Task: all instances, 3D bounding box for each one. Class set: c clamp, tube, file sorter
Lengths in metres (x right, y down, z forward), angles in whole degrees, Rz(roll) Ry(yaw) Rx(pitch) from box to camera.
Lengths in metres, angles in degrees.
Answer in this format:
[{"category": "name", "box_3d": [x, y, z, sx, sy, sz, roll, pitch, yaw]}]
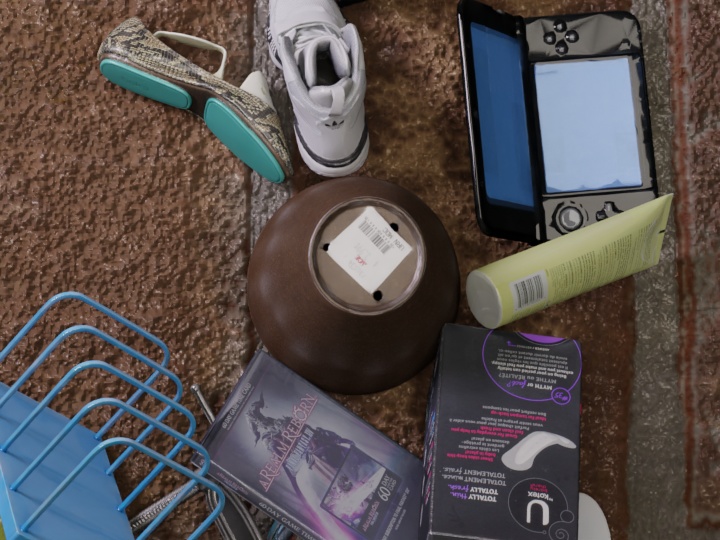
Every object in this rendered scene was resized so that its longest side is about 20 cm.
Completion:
[{"category": "c clamp", "box_3d": [-0.161, 0.222, 1.718, 0.200, 0.027, 0.171, -38, 77, 11]}, {"category": "tube", "box_3d": [0.180, -0.005, 1.741, 0.199, 0.058, 0.052, -20, 87, -27]}, {"category": "file sorter", "box_3d": [-0.205, 0.134, 1.632, 0.123, 0.200, 0.138, -46, 128, 14]}]

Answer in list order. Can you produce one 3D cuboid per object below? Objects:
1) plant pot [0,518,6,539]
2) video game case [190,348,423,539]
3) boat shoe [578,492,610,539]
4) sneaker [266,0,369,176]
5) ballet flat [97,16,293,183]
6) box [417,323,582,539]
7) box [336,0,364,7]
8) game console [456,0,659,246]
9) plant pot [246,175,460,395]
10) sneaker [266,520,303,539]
[{"category": "plant pot", "box_3d": [-0.268, 0.305, 1.661, 0.187, 0.187, 0.200, -39, 95, -7]}, {"category": "video game case", "box_3d": [-0.029, 0.165, 1.710, 0.199, 0.019, 0.143, 35, 39, -4]}, {"category": "boat shoe", "box_3d": [0.176, 0.288, 1.737, 0.071, 0.068, 0.202, -2, 61, 4]}, {"category": "sneaker", "box_3d": [-0.035, -0.188, 1.739, 0.074, 0.115, 0.201, -11, 63, -5]}, {"category": "ballet flat", "box_3d": [-0.128, -0.156, 1.778, 0.199, 0.068, 0.076, 32, 66, 3]}, {"category": "box", "box_3d": [0.113, 0.159, 1.688, 0.121, 0.106, 0.201, 7, 53, -1]}, {"category": "box", "box_3d": [-0.008, -0.343, 1.766, 0.078, 0.141, 0.202, -16, 84, -3]}, {"category": "game console", "box_3d": [0.170, -0.128, 1.762, 0.174, 0.116, 0.202, -4, 84, -4]}, {"category": "plant pot", "box_3d": [0.000, 0.000, 1.694, 0.185, 0.200, 0.189, 0, 82, -3]}, {"category": "sneaker", "box_3d": [-0.066, 0.283, 1.707, 0.079, 0.096, 0.202, 12, 82, -1]}]
